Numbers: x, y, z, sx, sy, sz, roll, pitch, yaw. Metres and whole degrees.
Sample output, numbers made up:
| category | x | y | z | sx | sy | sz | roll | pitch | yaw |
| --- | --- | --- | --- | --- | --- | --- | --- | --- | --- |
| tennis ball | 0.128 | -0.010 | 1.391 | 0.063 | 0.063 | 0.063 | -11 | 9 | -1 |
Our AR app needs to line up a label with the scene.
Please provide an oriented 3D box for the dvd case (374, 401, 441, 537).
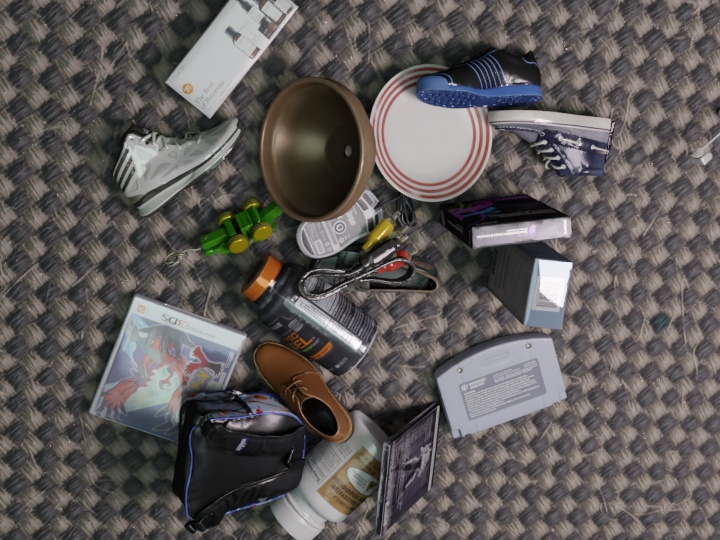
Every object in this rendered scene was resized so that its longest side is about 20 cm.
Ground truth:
| category | x | y | z | sx | sy | sz | roll | pitch | yaw |
| --- | --- | --- | --- | --- | --- | --- | --- | --- | --- |
| dvd case | 0.075 | 0.302 | 1.520 | 0.016 | 0.200 | 0.150 | 12 | 106 | 25 |

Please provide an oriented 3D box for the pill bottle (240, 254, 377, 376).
| category | x | y | z | sx | sy | sz | roll | pitch | yaw |
| --- | --- | --- | --- | --- | --- | --- | --- | --- | --- |
| pill bottle | -0.080 | 0.061 | 1.467 | 0.200 | 0.106 | 0.106 | 37 | 96 | -15 |

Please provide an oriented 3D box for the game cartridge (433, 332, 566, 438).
| category | x | y | z | sx | sy | sz | roll | pitch | yaw |
| --- | --- | --- | --- | --- | --- | --- | --- | --- | --- |
| game cartridge | 0.223 | 0.178 | 1.581 | 0.199 | 0.042 | 0.134 | -18 | 102 | -4 |

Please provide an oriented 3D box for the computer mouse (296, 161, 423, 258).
| category | x | y | z | sx | sy | sz | roll | pitch | yaw |
| --- | --- | --- | --- | --- | --- | --- | --- | --- | --- |
| computer mouse | -0.007 | -0.086 | 1.475 | 0.199 | 0.044 | 0.110 | -24 | 112 | -8 |

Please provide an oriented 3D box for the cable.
| category | x | y | z | sx | sy | sz | roll | pitch | yaw |
| --- | --- | --- | --- | --- | --- | --- | --- | --- | --- |
| cable | 0.000 | 0.000 | 1.443 | 0.199 | 0.050 | 0.097 | -31 | 106 | -13 |

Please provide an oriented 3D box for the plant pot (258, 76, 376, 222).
| category | x | y | z | sx | sy | sz | roll | pitch | yaw |
| --- | --- | --- | --- | --- | --- | --- | --- | --- | --- |
| plant pot | -0.044 | -0.169 | 1.397 | 0.092 | 0.200 | 0.202 | -5 | 110 | -50 |

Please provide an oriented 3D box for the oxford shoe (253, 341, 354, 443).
| category | x | y | z | sx | sy | sz | roll | pitch | yaw |
| --- | --- | --- | --- | --- | --- | --- | --- | --- | --- |
| oxford shoe | -0.090 | 0.177 | 1.480 | 0.200 | 0.071 | 0.071 | 42 | 92 | 16 |

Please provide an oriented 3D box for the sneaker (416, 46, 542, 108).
| category | x | y | z | sx | sy | sz | roll | pitch | yaw |
| --- | --- | --- | --- | --- | --- | --- | --- | --- | --- |
| sneaker | 0.170 | -0.283 | 1.431 | 0.199 | 0.070 | 0.078 | -2 | 79 | -21 |

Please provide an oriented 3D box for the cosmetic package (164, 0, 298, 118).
| category | x | y | z | sx | sy | sz | roll | pitch | yaw |
| --- | --- | --- | --- | --- | --- | --- | --- | --- | --- |
| cosmetic package | -0.182 | -0.318 | 1.381 | 0.082 | 0.051 | 0.200 | 38 | 96 | -15 |

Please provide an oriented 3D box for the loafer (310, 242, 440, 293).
| category | x | y | z | sx | sy | sz | roll | pitch | yaw |
| --- | --- | --- | --- | --- | --- | --- | --- | --- | --- |
| loafer | 0.025 | 0.001 | 1.489 | 0.199 | 0.063 | 0.072 | 5 | 104 | -10 |

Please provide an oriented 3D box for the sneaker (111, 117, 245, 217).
| category | x | y | z | sx | sy | sz | roll | pitch | yaw |
| --- | --- | --- | --- | --- | --- | --- | --- | --- | --- |
| sneaker | -0.266 | -0.176 | 1.391 | 0.200 | 0.076 | 0.116 | -37 | 109 | 4 |

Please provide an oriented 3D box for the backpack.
| category | x | y | z | sx | sy | sz | roll | pitch | yaw |
| --- | --- | --- | --- | --- | --- | --- | --- | --- | --- |
| backpack | -0.182 | 0.269 | 1.473 | 0.190 | 0.154 | 0.201 | 0 | 115 | -24 |

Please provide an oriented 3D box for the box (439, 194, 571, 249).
| category | x | y | z | sx | sy | sz | roll | pitch | yaw |
| --- | --- | --- | --- | --- | --- | --- | --- | --- | --- |
| box | 0.205 | -0.073 | 1.427 | 0.142 | 0.200 | 0.036 | -7 | 105 | -7 |

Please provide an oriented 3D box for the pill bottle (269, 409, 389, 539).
| category | x | y | z | sx | sy | sz | roll | pitch | yaw |
| --- | --- | --- | --- | --- | --- | --- | --- | --- | --- |
| pill bottle | -0.041 | 0.325 | 1.536 | 0.200 | 0.114 | 0.114 | -44 | 106 | 4 |

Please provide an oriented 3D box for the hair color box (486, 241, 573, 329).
| category | x | y | z | sx | sy | sz | roll | pitch | yaw |
| --- | --- | --- | --- | --- | --- | --- | --- | --- | --- |
| hair color box | 0.246 | 0.009 | 1.454 | 0.060 | 0.200 | 0.100 | 6 | 103 | -10 |

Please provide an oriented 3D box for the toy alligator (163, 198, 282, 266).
| category | x | y | z | sx | sy | sz | roll | pitch | yaw |
| --- | --- | --- | --- | --- | --- | --- | --- | --- | --- |
| toy alligator | -0.192 | -0.047 | 1.451 | 0.199 | 0.059 | 0.054 | -28 | 147 | -1 |

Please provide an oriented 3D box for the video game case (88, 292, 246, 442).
| category | x | y | z | sx | sy | sz | roll | pitch | yaw |
| --- | --- | --- | --- | --- | --- | --- | --- | --- | --- |
| video game case | -0.293 | 0.156 | 1.501 | 0.181 | 0.023 | 0.201 | 21 | 100 | -13 |

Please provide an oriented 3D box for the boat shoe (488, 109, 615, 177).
| category | x | y | z | sx | sy | sz | roll | pitch | yaw |
| --- | --- | --- | --- | --- | --- | --- | --- | --- | --- |
| boat shoe | 0.284 | -0.188 | 1.473 | 0.199 | 0.075 | 0.093 | 4 | 96 | -11 |

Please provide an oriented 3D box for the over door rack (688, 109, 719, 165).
| category | x | y | z | sx | sy | sz | roll | pitch | yaw |
| --- | --- | --- | --- | --- | --- | --- | --- | --- | --- |
| over door rack | 0.595 | -0.176 | 1.522 | 0.200 | 0.067 | 0.148 | -44 | 108 | -18 |

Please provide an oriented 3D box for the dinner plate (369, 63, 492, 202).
| category | x | y | z | sx | sy | sz | roll | pitch | yaw |
| --- | --- | --- | --- | --- | --- | --- | --- | --- | --- |
| dinner plate | 0.102 | -0.202 | 1.451 | 0.199 | 0.024 | 0.201 | -1 | 94 | -20 |
